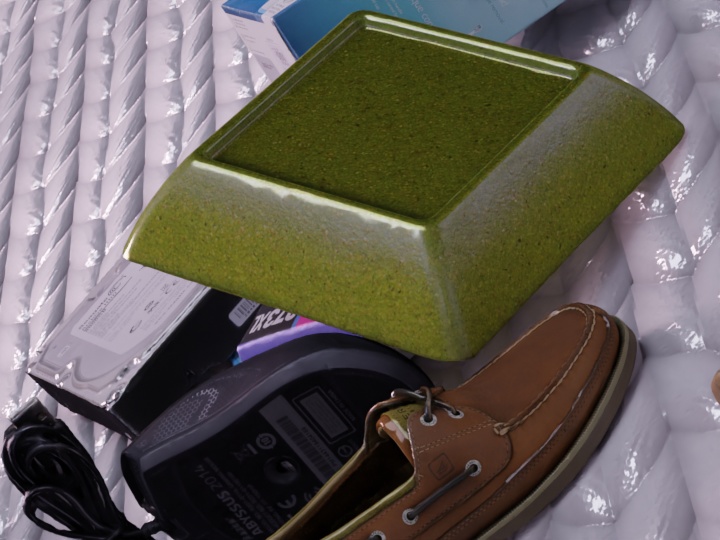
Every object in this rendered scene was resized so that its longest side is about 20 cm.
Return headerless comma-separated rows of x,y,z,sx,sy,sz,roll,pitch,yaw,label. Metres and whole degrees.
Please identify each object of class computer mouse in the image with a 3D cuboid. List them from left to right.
-0.052,0.080,1.293,0.200,0.139,0.053,-25,28,19,computer mouse

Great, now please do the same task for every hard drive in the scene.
-0.109,0.024,1.558,0.140,0.038,0.200,-49,16,-9,hard drive

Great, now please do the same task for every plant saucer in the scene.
0.018,-0.055,1.319,0.200,0.048,0.200,17,45,32,plant saucer

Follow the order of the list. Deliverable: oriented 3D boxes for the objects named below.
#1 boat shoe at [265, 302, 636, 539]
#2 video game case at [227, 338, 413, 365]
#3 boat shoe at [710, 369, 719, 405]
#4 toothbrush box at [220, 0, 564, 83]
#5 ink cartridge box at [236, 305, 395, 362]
0.036,0.081,1.194,0.200,0.068,0.072,-49,21,-13,boat shoe
0.021,-0.002,1.427,0.200,0.018,0.143,-44,23,2,video game case
0.209,0.016,1.013,0.200,0.072,0.065,-23,35,53,boat shoe
0.039,-0.161,1.521,0.200,0.085,0.146,-34,14,-6,toothbrush box
0.000,0.000,1.396,0.095,0.037,0.200,-18,36,48,ink cartridge box
